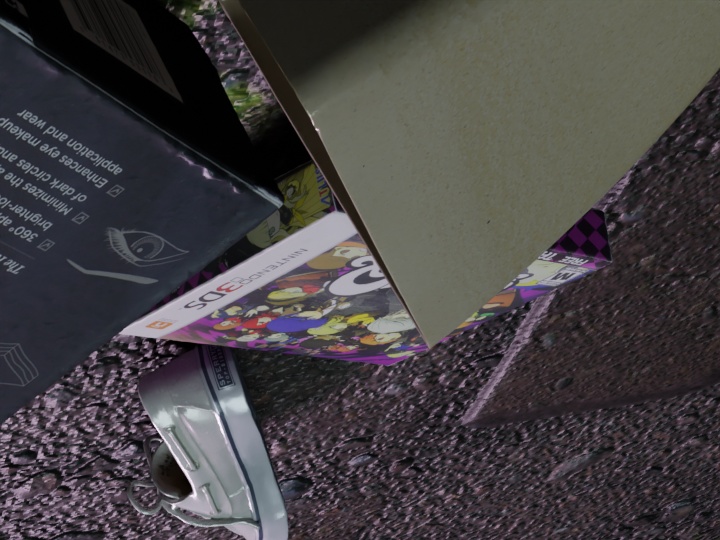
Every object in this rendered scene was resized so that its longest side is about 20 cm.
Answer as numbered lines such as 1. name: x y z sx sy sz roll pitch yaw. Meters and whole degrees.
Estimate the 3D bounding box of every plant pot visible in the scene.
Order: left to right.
1. plant pot: 0.035 -0.128 0.763 0.177 0.200 0.200 -31 152 0

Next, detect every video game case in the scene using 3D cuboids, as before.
1. video game case: 0.000 0.000 1.081 0.200 0.036 0.181 9 154 -42

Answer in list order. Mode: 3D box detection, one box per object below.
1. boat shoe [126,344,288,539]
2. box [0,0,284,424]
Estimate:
1. boat shoe: -0.097 0.115 1.224 0.086 0.075 0.202 -17 150 -3
2. box: -0.175 -0.041 0.826 0.200 0.118 0.197 -37 148 13
